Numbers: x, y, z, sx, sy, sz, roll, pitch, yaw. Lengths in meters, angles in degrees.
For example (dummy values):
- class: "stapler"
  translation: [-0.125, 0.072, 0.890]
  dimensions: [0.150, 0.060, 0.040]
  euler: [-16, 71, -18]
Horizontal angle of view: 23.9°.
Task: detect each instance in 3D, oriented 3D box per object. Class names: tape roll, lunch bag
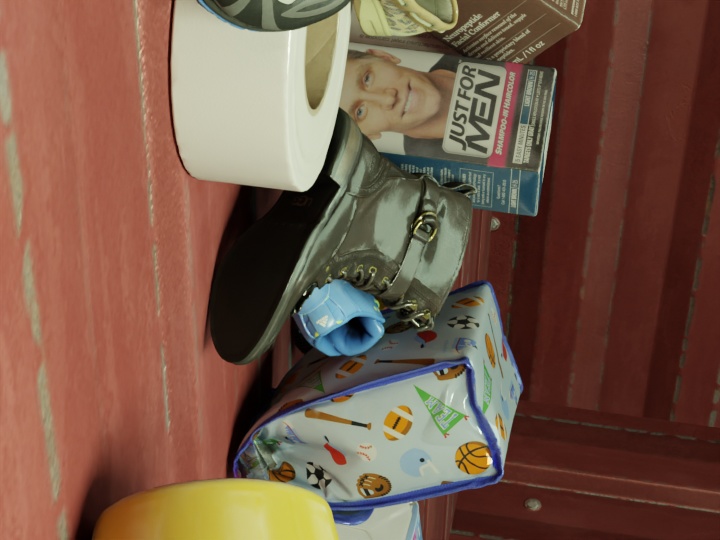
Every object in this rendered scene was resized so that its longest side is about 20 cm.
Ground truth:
- class: "tape roll"
  translation: [-0.055, -0.151, 1.029]
  dimensions: [0.202, 0.071, 0.203]
  euler: [7, 90, -81]
- class: "lunch bag"
  translation: [0.013, 0.107, 1.289]
  dimensions: [0.170, 0.199, 0.124]
  euler: [-62, 136, -70]

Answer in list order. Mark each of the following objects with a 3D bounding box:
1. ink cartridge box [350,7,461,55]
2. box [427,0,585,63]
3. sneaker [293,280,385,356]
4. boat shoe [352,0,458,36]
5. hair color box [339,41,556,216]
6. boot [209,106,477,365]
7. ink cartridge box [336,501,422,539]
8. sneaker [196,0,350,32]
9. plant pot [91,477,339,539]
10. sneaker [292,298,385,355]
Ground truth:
- class: "ink cartridge box"
  translation: [0.049, -0.201, 1.443]
  dimensions: [0.084, 0.145, 0.201]
  euler: [85, 15, -66]
- class: "box"
  translation: [0.071, -0.241, 1.313]
  dimensions: [0.100, 0.200, 0.075]
  euler: [-32, -145, 48]
- class: "sneaker"
  translation: [-0.022, 0.019, 1.275]
  dimensions: [0.105, 0.076, 0.200]
  euler: [59, 16, 8]
- class: "boat shoe"
  translation: [0.025, -0.201, 1.061]
  dimensions: [0.200, 0.062, 0.074]
  euler: [54, 45, -77]
- class: "hair color box"
  translation: [0.041, -0.109, 1.271]
  dimensions: [0.061, 0.199, 0.100]
  euler: [85, 14, -58]
- class: "boot"
  translation: [0.000, 0.000, 1.162]
  dimensions: [0.174, 0.069, 0.200]
  euler: [35, 78, -44]
- class: "ink cartridge box"
  translation: [-0.020, 0.240, 1.388]
  dimensions: [0.200, 0.136, 0.077]
  euler: [83, 22, -61]
- class: "sneaker"
  translation: [-0.051, -0.166, 0.842]
  dimensions: [0.200, 0.082, 0.071]
  euler: [26, 77, -62]
- class: "plant pot"
  translation: [-0.070, 0.217, 0.878]
  dimensions: [0.201, 0.200, 0.190]
  euler: [81, 4, -63]
- class: "sneaker"
  translation: [0.018, -0.008, 1.430]
  dimensions: [0.200, 0.070, 0.090]
  euler: [-45, -164, 32]
